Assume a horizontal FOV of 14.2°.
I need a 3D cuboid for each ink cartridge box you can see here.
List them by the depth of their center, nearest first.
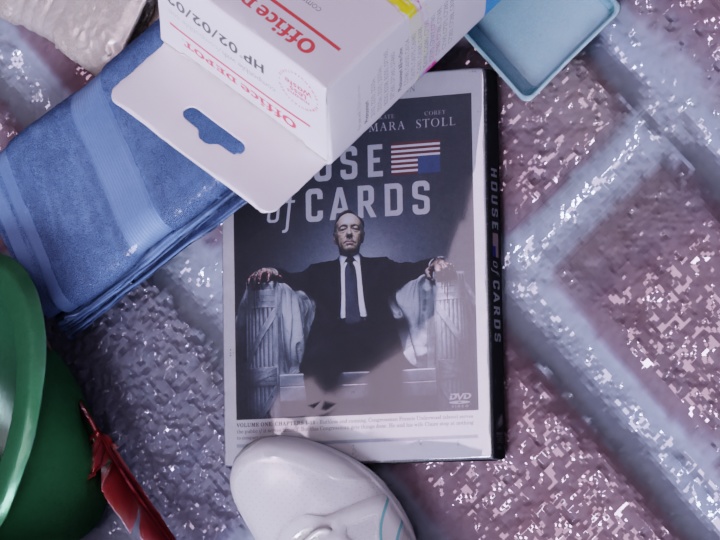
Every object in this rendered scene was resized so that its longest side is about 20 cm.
[{"bbox_3d":[-0.020,-0.136,1.426,0.115,0.068,0.200,36,66,20],"label":"ink cartridge box"}]

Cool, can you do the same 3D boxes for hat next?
[{"bbox_3d":[-0.143,0.107,1.544,0.166,0.176,0.201,-24,57,50],"label":"hat"}]

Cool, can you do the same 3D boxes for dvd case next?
[{"bbox_3d":[0.000,0.000,1.497,0.150,0.025,0.201,-4,84,21],"label":"dvd case"}]

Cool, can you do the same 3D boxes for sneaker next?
[{"bbox_3d":[-0.001,0.162,1.442,0.200,0.080,0.070,49,116,17],"label":"sneaker"}]

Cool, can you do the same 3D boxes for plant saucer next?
[{"bbox_3d":[0.049,-0.179,1.499,0.070,0.019,0.200,-45,70,12],"label":"plant saucer"}]

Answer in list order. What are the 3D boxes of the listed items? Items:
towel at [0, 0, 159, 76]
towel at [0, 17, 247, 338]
[{"bbox_3d":[-0.136,-0.216,1.569,0.132,0.034,0.200,31,97,23],"label":"towel"},{"bbox_3d":[-0.109,-0.062,1.517,0.200,0.048,0.112,-37,65,28],"label":"towel"}]
